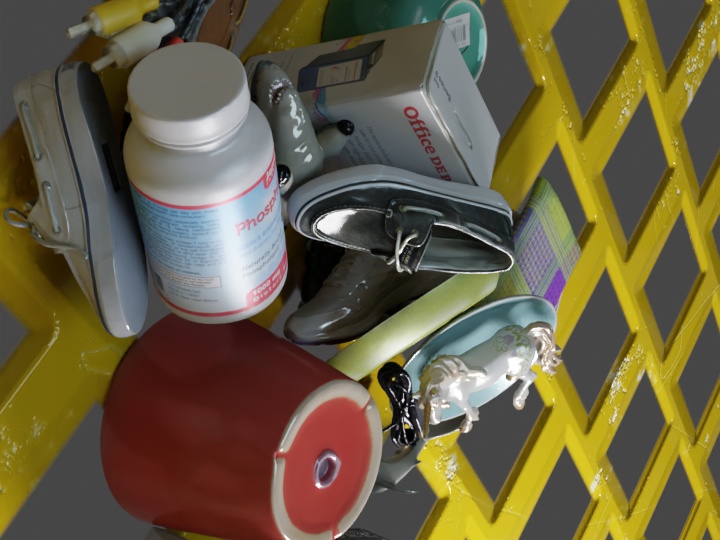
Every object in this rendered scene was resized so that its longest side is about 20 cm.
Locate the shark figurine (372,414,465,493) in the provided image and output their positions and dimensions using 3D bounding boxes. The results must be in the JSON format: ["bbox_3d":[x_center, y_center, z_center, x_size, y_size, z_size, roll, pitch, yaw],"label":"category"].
[{"bbox_3d":[0.038,0.210,1.259,0.213,0.089,0.130,-3,103,-50],"label":"shark figurine"}]

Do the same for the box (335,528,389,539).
[{"bbox_3d":[0.014,0.305,1.159,0.192,0.198,0.048,19,86,-51],"label":"box"}]

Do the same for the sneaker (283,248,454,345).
[{"bbox_3d":[0.000,0.000,1.081,0.199,0.074,0.101,-31,109,-34],"label":"sneaker"}]

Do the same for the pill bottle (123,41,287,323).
[{"bbox_3d":[-0.113,-0.061,0.863,0.109,0.108,0.201,-49,153,-32],"label":"pill bottle"}]

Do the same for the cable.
[{"bbox_3d":[-0.129,-0.194,0.885,0.200,0.050,0.098,-48,116,-26],"label":"cable"}]

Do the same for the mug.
[{"bbox_3d":[0.047,-0.207,1.135,0.152,0.113,0.187,38,69,-49],"label":"mug"}]

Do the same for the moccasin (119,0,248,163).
[{"bbox_3d":[-0.139,-0.148,0.953,0.077,0.073,0.204,26,71,-44],"label":"moccasin"}]

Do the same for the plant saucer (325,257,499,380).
[{"bbox_3d":[0.051,0.048,1.068,0.199,0.200,0.031,-30,85,-44],"label":"plant saucer"}]

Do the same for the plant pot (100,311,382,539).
[{"bbox_3d":[-0.091,0.143,1.000,0.199,0.176,0.203,-19,115,-48],"label":"plant pot"}]

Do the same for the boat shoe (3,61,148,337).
[{"bbox_3d":[-0.218,-0.045,0.869,0.075,0.085,0.205,-56,135,-73],"label":"boat shoe"}]

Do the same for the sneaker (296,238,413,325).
[{"bbox_3d":[0.015,-0.010,1.176,0.199,0.075,0.115,-20,118,-45],"label":"sneaker"}]

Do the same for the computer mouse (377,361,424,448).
[{"bbox_3d":[-0.028,0.174,1.152,0.199,0.044,0.110,-31,136,-6],"label":"computer mouse"}]

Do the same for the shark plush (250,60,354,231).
[{"bbox_3d":[-0.071,-0.088,0.992,0.091,0.083,0.200,-43,168,-23],"label":"shark plush"}]

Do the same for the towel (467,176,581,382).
[{"bbox_3d":[0.181,0.013,1.305,0.201,0.023,0.144,-58,138,-24],"label":"towel"}]

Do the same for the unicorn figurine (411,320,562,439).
[{"bbox_3d":[0.113,0.108,1.164,0.200,0.074,0.138,-40,150,-18],"label":"unicorn figurine"}]

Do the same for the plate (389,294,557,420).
[{"bbox_3d":[0.113,0.087,1.212,0.198,0.026,0.201,-22,147,-15],"label":"plate"}]

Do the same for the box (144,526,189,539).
[{"bbox_3d":[-0.094,0.344,1.030,0.199,0.198,0.132,51,59,-46],"label":"box"}]

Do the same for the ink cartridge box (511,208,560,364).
[{"bbox_3d":[0.153,0.011,1.354,0.199,0.084,0.147,26,79,-50],"label":"ink cartridge box"}]

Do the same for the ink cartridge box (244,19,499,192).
[{"bbox_3d":[0.004,-0.122,1.024,0.146,0.198,0.088,54,43,-43],"label":"ink cartridge box"}]

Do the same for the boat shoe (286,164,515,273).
[{"bbox_3d":[0.040,-0.035,0.952,0.197,0.071,0.072,1,138,-19],"label":"boat shoe"}]
